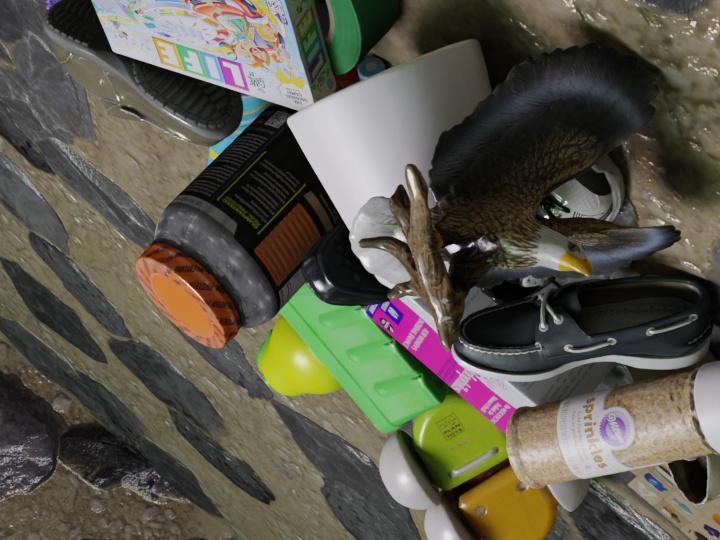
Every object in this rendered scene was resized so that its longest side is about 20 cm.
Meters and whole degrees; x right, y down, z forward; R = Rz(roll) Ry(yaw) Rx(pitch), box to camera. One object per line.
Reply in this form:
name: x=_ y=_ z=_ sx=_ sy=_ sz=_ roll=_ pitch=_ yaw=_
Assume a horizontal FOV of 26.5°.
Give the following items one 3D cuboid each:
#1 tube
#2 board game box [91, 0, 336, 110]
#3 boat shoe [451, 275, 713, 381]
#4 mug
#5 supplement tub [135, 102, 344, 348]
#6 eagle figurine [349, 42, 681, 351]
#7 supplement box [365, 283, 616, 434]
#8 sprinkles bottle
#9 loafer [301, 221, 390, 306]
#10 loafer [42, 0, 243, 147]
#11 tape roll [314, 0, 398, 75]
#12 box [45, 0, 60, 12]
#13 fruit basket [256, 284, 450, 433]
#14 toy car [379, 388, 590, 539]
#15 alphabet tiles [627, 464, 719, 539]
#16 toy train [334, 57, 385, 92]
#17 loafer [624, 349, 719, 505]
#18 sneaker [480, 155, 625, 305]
tube: x=-0.108 y=-0.139 z=1.393 sx=0.200 sy=0.077 sz=0.051 roll=103 pitch=148 yaw=-71
board game box: x=-0.122 y=-0.199 z=1.177 sx=0.198 sy=0.034 sz=0.135 roll=19 pitch=152 yaw=23
boat shoe: x=0.166 y=0.036 z=1.157 sx=0.197 sy=0.076 sz=0.061 roll=-7 pitch=137 yaw=3
mug: x=0.053 y=-0.071 z=1.111 sx=0.148 sy=0.186 sz=0.155 roll=-22 pitch=92 yaw=33
supplement tub: x=-0.079 y=-0.041 z=1.223 sx=0.122 sy=0.200 sz=0.123 roll=35 pitch=154 yaw=19
eagle figurine: x=0.106 y=-0.036 z=0.990 sx=0.151 sy=0.199 sz=0.152 roll=48 pitch=147 yaw=11
supplement box: x=0.115 y=0.051 z=1.328 sx=0.199 sy=0.104 sz=0.101 roll=39 pitch=158 yaw=5
sprinkles bottle: x=0.210 y=0.121 z=1.181 sx=0.199 sy=0.069 sz=0.068 roll=-18 pitch=121 yaw=37
loafer: x=0.000 y=0.000 z=1.182 sx=0.069 sy=0.070 sz=0.200 roll=61 pitch=-158 yaw=4
loafer: x=-0.181 y=-0.162 z=1.295 sx=0.199 sy=0.075 sz=0.070 roll=34 pitch=149 yaw=19
tape roll: x=-0.061 y=-0.240 z=1.160 sx=0.200 sy=0.048 sz=0.201 roll=37 pitch=158 yaw=17
box: x=-0.195 y=-0.230 z=1.388 sx=0.199 sy=0.079 sz=0.141 roll=39 pitch=162 yaw=11
fruit basket: x=-0.007 y=0.053 z=1.475 sx=0.214 sy=0.156 sz=0.217 roll=30 pitch=151 yaw=19
toy car: x=0.121 y=0.182 z=1.537 sx=0.201 sy=0.174 sz=0.150 roll=53 pitch=-166 yaw=-27
alphabet tiles: x=0.312 y=0.204 z=1.399 sx=0.166 sy=0.006 sz=0.200 roll=40 pitch=159 yaw=8
toy train: x=-0.018 y=-0.116 z=1.312 sx=0.150 sy=0.056 sz=0.201 roll=34 pitch=157 yaw=24
loafer: x=0.259 y=0.116 z=1.235 sx=0.075 sy=0.068 sz=0.201 roll=9 pitch=141 yaw=56
sneaker: x=0.138 y=-0.029 z=1.150 sx=0.075 sy=0.088 sz=0.201 roll=39 pitch=158 yaw=15
